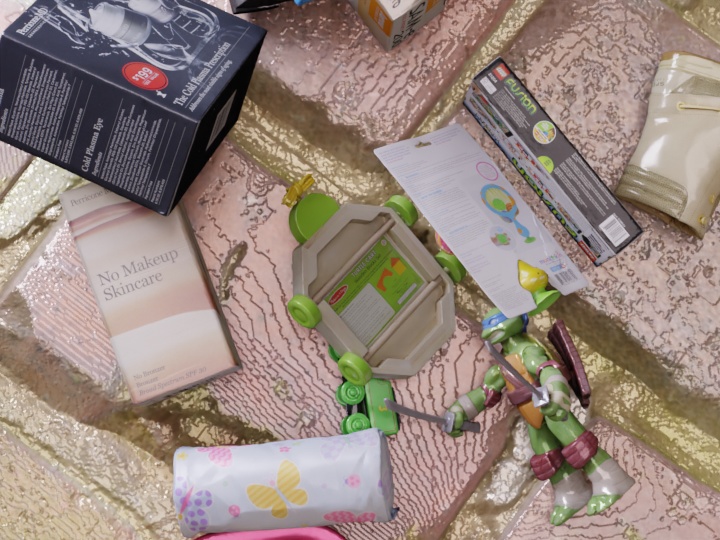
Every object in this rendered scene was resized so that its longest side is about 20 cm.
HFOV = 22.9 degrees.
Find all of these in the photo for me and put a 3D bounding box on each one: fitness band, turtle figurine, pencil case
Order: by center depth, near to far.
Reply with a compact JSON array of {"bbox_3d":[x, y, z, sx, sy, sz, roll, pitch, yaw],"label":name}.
[{"bbox_3d":[0.136,0.141,1.563,0.144,0.200,0.194,-33,92,25],"label":"turtle figurine"},{"bbox_3d":[-0.067,0.188,1.574,0.199,0.091,0.083,-6,94,3],"label":"pencil case"},{"bbox_3d":[-0.090,0.300,1.598,0.199,0.037,0.144,-11,85,-3],"label":"fitness band"}]

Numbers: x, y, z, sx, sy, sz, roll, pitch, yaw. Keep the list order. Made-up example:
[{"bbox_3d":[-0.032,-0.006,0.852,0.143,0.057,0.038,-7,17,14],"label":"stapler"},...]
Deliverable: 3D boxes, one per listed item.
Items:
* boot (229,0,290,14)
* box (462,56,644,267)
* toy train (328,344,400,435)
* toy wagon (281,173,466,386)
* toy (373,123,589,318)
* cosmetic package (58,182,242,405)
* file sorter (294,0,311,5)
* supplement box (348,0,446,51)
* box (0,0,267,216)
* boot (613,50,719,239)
[{"bbox_3d":[-0.094,-0.334,1.572,0.068,0.188,0.201,-10,96,-6],"label":"boot"},{"bbox_3d":[0.170,-0.095,1.603,0.035,0.110,0.200,-39,87,-4],"label":"box"},{"bbox_3d":[-0.002,0.059,1.622,0.056,0.042,0.201,-8,85,-11],"label":"toy train"},{"bbox_3d":[0.000,0.000,1.592,0.200,0.040,0.155,49,61,-8],"label":"toy wagon"},{"bbox_3d":[0.102,-0.037,1.601,0.115,0.047,0.200,-20,61,-42],"label":"toy"},{"bbox_3d":[-0.187,0.012,1.598,0.103,0.087,0.200,-22,85,-2],"label":"cosmetic package"},{"bbox_3d":[0.011,-0.338,1.481,0.200,0.123,0.139,-27,81,-27],"label":"file sorter"},{"bbox_3d":[-0.006,-0.308,1.612,0.073,0.126,0.200,-37,85,-5],"label":"supplement box"},{"bbox_3d":[-0.204,-0.167,1.551,0.182,0.200,0.104,23,123,1],"label":"box"},{"bbox_3d":[0.345,-0.098,1.623,0.199,0.073,0.156,21,84,3],"label":"boot"}]
